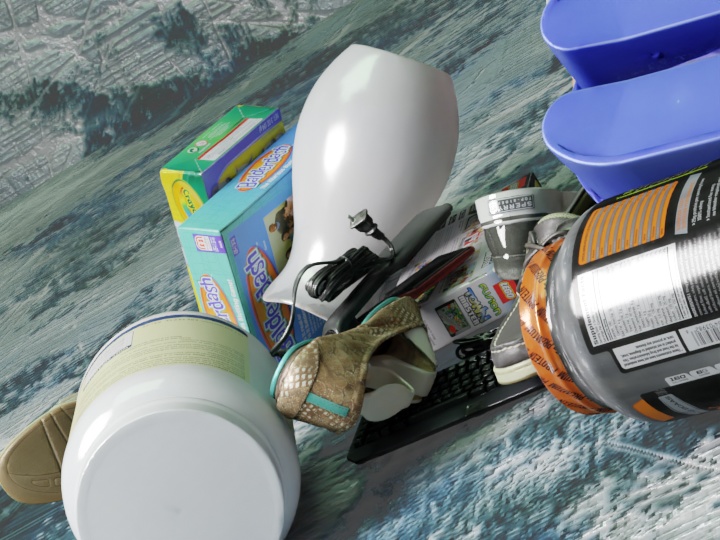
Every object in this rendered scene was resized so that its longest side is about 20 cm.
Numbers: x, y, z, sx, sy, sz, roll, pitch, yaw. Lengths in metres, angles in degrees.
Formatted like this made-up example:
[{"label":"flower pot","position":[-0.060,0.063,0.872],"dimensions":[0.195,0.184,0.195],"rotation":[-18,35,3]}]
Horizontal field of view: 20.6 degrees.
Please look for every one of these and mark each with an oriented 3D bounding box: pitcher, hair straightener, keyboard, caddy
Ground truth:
[{"label":"pitcher","position":[0.007,-0.060,1.511],"dimensions":[0.171,0.120,0.202],"rotation":[11,-83,-76]},{"label":"hair straightener","position":[0.000,0.000,1.354],"dimensions":[0.041,0.077,0.200],"rotation":[-15,16,48]},{"label":"keyboard","position":[0.085,0.058,1.274],"dimensions":[0.199,0.021,0.127],"rotation":[-25,15,26]},{"label":"caddy","position":[0.191,-0.104,1.082],"dimensions":[0.199,0.105,0.143],"rotation":[-13,65,32]}]

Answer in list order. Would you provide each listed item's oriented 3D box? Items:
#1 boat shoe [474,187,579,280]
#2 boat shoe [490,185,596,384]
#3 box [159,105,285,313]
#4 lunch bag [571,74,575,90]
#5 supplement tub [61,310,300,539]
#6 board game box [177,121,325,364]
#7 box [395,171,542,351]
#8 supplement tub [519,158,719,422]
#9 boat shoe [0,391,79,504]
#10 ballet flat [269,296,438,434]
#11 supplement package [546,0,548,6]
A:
[{"label":"boat shoe","position":[0.123,-0.019,1.343],"dimensions":[0.070,0.064,0.200],"rotation":[-9,-3,21]},{"label":"boat shoe","position":[0.129,-0.006,1.222],"dimensions":[0.071,0.066,0.201],"rotation":[-16,21,46]},{"label":"box","position":[-0.088,-0.016,1.582],"dimensions":[0.048,0.201,0.117],"rotation":[7,34,31]},{"label":"lunch bag","position":[0.240,-0.180,1.417],"dimensions":[0.175,0.083,0.200],"rotation":[6,-30,-37]},{"label":"supplement tub","position":[-0.111,0.116,1.235],"dimensions":[0.144,0.146,0.200],"rotation":[-31,13,3]},{"label":"board game box","position":[-0.053,-0.016,1.554],"dimensions":[0.045,0.153,0.200],"rotation":[5,33,33]},{"label":"box","position":[0.082,-0.004,1.470],"dimensions":[0.110,0.035,0.200],"rotation":[-27,14,19]},{"label":"supplement tub","position":[0.185,0.007,1.010],"dimensions":[0.199,0.123,0.123],"rotation":[-19,18,42]},{"label":"boat shoe","position":[-0.202,0.123,1.585],"dimensions":[0.200,0.074,0.063],"rotation":[-34,6,-21]},{"label":"ballet flat","position":[0.010,0.065,1.247],"dimensions":[0.200,0.065,0.071],"rotation":[-27,-38,-63]},{"label":"supplement package","position":[0.256,-0.263,1.571],"dimensions":[0.198,0.157,0.111],"rotation":[-1,0,-25]}]
